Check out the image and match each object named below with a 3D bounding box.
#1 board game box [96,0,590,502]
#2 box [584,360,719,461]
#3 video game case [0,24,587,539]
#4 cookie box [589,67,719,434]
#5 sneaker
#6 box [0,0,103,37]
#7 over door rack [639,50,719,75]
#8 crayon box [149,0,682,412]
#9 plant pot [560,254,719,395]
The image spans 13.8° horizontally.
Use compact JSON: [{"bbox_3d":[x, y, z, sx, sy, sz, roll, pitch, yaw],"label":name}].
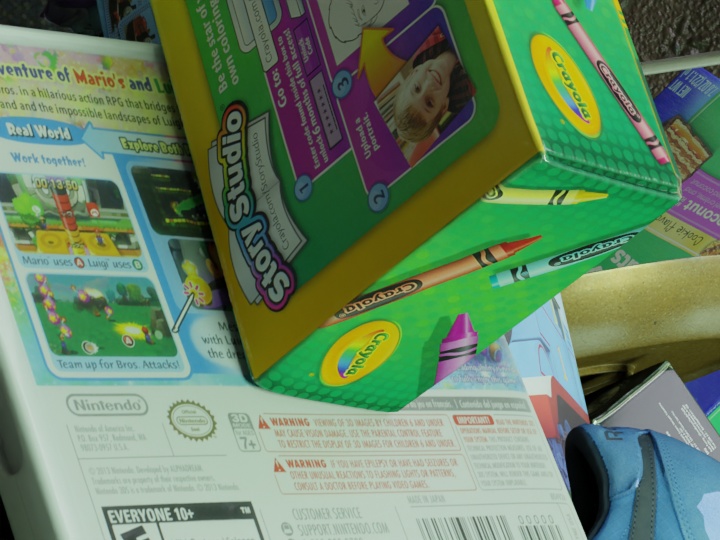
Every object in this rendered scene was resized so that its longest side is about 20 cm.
[{"bbox_3d":[0.000,0.000,0.945,0.151,0.037,0.201,0,72,-44],"label":"board game box"},{"bbox_3d":[0.118,0.144,1.127,0.200,0.043,0.160,56,-31,-3],"label":"box"},{"bbox_3d":[-0.032,0.017,0.833,0.200,0.024,0.182,3,57,-45],"label":"video game case"},{"bbox_3d":[0.139,0.027,1.330,0.075,0.200,0.171,46,-2,-40],"label":"cookie box"},{"bbox_3d":[0.063,0.141,0.904,0.078,0.201,0.066,24,-24,-9],"label":"sneaker"},{"bbox_3d":[-0.080,-0.107,1.054,0.200,0.115,0.132,54,11,-14],"label":"box"},{"bbox_3d":[0.084,-0.127,0.859,0.067,0.199,0.148,21,68,-62],"label":"over door rack"},{"bbox_3d":[0.003,-0.077,0.831,0.058,0.119,0.200,12,51,-42],"label":"crayon box"},{"bbox_3d":[0.068,0.034,1.102,0.200,0.199,0.028,25,51,-72],"label":"plant pot"}]
